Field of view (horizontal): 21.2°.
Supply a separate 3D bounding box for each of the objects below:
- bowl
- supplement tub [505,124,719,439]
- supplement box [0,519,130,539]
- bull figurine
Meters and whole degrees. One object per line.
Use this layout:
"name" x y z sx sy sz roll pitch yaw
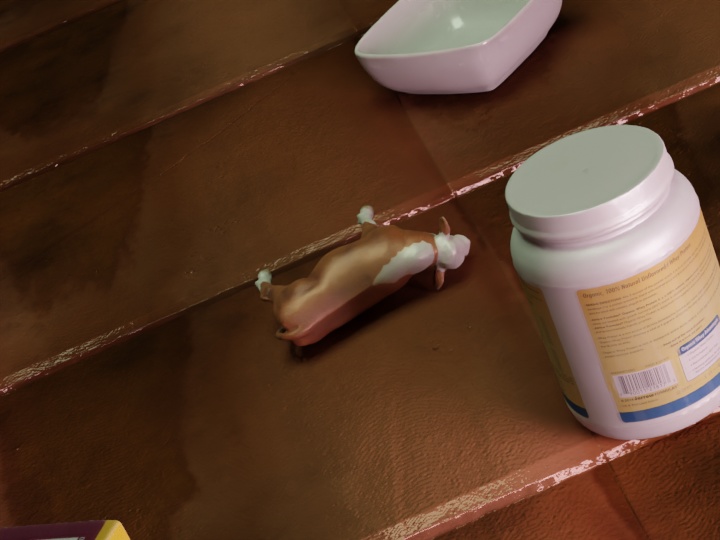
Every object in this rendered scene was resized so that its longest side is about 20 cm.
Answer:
"bowl" 0.114 -0.258 2.105 0.199 0.075 0.200 3 37 39
"supplement tub" 0.196 0.008 1.438 0.144 0.201 0.145 -18 28 10
"supplement box" -0.181 0.279 1.252 0.103 0.201 0.131 -8 31 28
"bull figurine" 0.000 0.000 1.753 0.199 0.065 0.121 -28 24 -13
